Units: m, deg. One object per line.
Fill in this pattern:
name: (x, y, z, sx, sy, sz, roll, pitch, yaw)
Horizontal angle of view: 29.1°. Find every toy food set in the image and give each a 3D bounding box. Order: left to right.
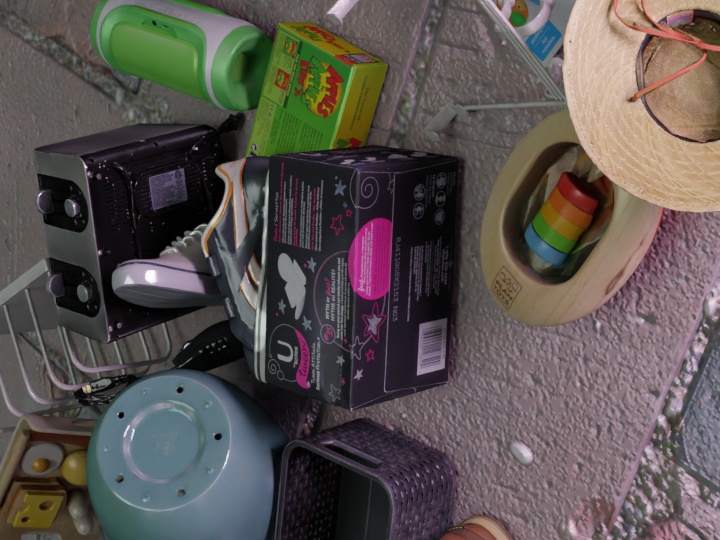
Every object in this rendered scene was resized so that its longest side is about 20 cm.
toy food set: (-0.319, 0.238, 1.508, 0.201, 0.142, 0.061, -61, 38, 30)

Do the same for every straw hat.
straw hat: (0.237, -0.132, 0.980, 0.198, 0.085, 0.204, -2, 80, 11)

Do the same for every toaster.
toaster: (-0.212, -0.048, 1.349, 0.118, 0.199, 0.183, 11, 113, 42)

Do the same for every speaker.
speaker: (-0.172, -0.215, 1.339, 0.199, 0.088, 0.090, 23, 113, 37)

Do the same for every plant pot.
plant pot: (-0.165, 0.184, 1.293, 0.201, 0.200, 0.161, 48, 169, 24)

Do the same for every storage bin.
storage bin: (0.000, 0.253, 1.268, 0.134, 0.093, 0.203, 19, 109, 38)

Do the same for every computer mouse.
computer mouse: (-0.194, 0.088, 1.376, 0.198, 0.059, 0.034, -20, 113, 2)

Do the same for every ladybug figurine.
ladybug figurine: (0.168, -0.042, 1.075, 0.136, 0.072, 0.201, 51, 127, 24)

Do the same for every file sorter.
file sorter: (-0.312, 0.077, 1.476, 0.199, 0.138, 0.126, -31, 73, 41)

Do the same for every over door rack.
over door rack: (0.083, -0.186, 1.081, 0.148, 0.067, 0.199, 47, 154, -22)

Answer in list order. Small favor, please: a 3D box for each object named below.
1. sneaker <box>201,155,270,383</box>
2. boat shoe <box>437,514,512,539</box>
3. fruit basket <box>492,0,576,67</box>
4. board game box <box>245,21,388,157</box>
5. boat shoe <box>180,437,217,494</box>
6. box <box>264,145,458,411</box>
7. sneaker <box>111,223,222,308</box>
sneaker: (-0.097, -0.002, 1.246, 0.078, 0.078, 0.203, 5, 95, 15)
boat shoe: (0.131, 0.300, 1.175, 0.200, 0.067, 0.072, 50, 126, 23)
fruit basket: (0.110, -0.278, 1.059, 0.201, 0.093, 0.186, 52, 143, 12)
board game box: (-0.051, -0.114, 1.274, 0.101, 0.047, 0.202, 33, 119, 32)
boat shoe: (-0.151, 0.217, 1.410, 0.200, 0.071, 0.071, 31, 117, 34)
box: (0.000, 0.000, 1.194, 0.114, 0.131, 0.203, 14, 107, 43)
sneaker: (-0.155, -0.005, 1.290, 0.072, 0.199, 0.072, -14, 79, 34)
